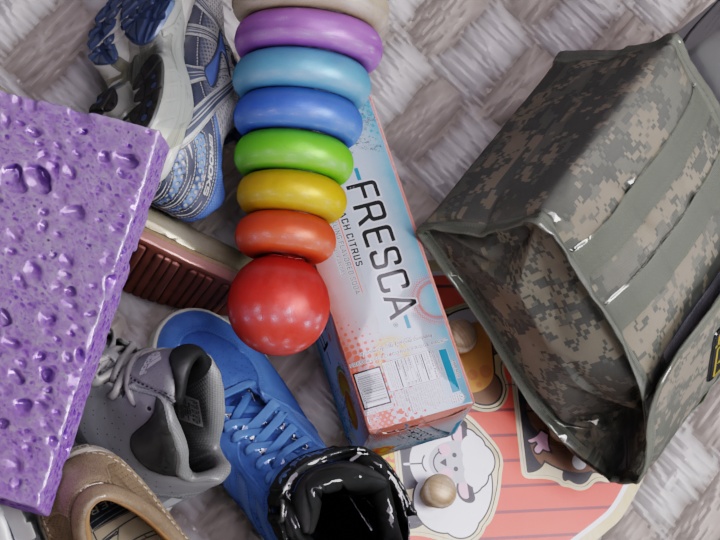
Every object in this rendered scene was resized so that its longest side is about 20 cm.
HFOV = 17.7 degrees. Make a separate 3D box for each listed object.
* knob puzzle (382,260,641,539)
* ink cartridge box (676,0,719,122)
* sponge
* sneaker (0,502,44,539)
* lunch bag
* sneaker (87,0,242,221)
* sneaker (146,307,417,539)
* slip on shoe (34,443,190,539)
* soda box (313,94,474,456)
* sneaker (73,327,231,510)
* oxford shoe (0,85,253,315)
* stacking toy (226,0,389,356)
[{"bbox_3d":[0.091,0.079,1.329,0.219,0.030,0.220,5,73,-18],"label":"knob puzzle"},{"bbox_3d":[0.239,-0.086,1.335,0.145,0.200,0.083,46,65,-2],"label":"ink cartridge box"},{"bbox_3d":[-0.178,0.013,1.152,0.111,0.030,0.200,15,78,9],"label":"sponge"},{"bbox_3d":[-0.195,0.158,1.178,0.080,0.076,0.200,-20,86,-3],"label":"sneaker"},{"bbox_3d":[0.153,-0.001,1.294,0.164,0.117,0.200,-50,119,-31],"label":"lunch bag"},{"bbox_3d":[-0.101,-0.102,1.278,0.085,0.077,0.200,43,35,-32],"label":"sneaker"},{"bbox_3d":[-0.038,0.098,1.232,0.077,0.111,0.200,-26,85,-26],"label":"sneaker"},{"bbox_3d":[-0.097,0.177,1.184,0.076,0.061,0.200,-33,112,-16],"label":"slip on shoe"},{"bbox_3d":[0.000,0.000,1.283,0.063,0.068,0.200,-14,74,-12],"label":"soda box"},{"bbox_3d":[-0.132,0.038,1.193,0.200,0.115,0.075,53,48,-15],"label":"sneaker"},{"bbox_3d":[-0.133,-0.041,1.263,0.200,0.071,0.074,28,61,-13],"label":"oxford shoe"},{"bbox_3d":[-0.034,-0.054,1.223,0.085,0.085,0.201,9,76,-17],"label":"stacking toy"}]
